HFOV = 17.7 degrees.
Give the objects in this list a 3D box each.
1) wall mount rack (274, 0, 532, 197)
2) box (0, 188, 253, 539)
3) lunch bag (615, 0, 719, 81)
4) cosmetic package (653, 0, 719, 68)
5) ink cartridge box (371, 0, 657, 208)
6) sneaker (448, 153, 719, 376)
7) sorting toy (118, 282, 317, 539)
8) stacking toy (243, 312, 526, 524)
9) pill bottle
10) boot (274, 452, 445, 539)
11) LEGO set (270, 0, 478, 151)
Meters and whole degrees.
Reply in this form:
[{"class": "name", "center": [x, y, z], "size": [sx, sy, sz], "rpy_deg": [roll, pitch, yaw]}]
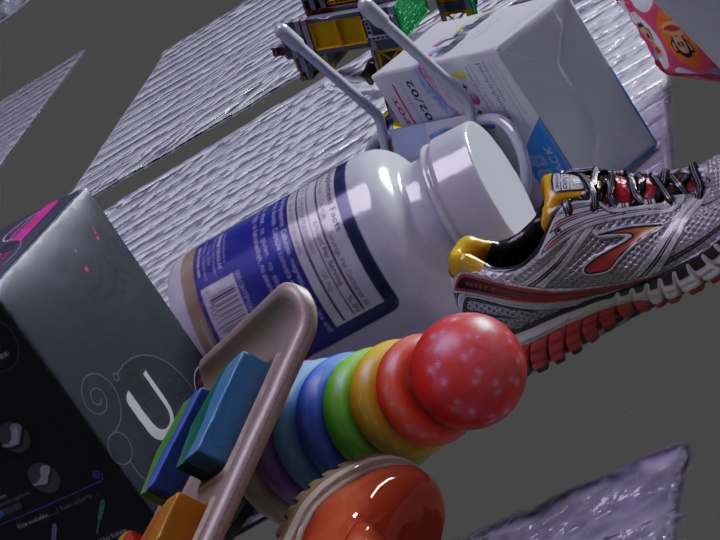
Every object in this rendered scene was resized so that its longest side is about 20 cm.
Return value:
[{"class": "wall mount rack", "center": [0.021, -0.083, 1.455], "size": [0.074, 0.174, 0.200], "rpy_deg": [-15, 5, -29]}, {"class": "box", "center": [-0.155, 0.078, 1.274], "size": [0.106, 0.200, 0.122], "rpy_deg": [-25, 18, 31]}, {"class": "lunch bag", "center": [0.270, -0.195, 1.458], "size": [0.176, 0.082, 0.200], "rpy_deg": [-36, 15, -11]}, {"class": "cosmetic package", "center": [0.276, -0.205, 1.245], "size": [0.200, 0.165, 0.165], "rpy_deg": [-48, 6, -35]}, {"class": "ink cartridge box", "center": [0.085, -0.101, 1.486], "size": [0.068, 0.115, 0.200], "rpy_deg": [-39, 16, -23]}, {"class": "sneaker", "center": [0.135, -0.021, 1.205], "size": [0.200, 0.082, 0.078], "rpy_deg": [-29, 16, 14]}, {"class": "sorting toy", "center": [-0.087, 0.114, 1.098], "size": [0.185, 0.036, 0.201], "rpy_deg": [139, 152, -67]}, {"class": "stacking toy", "center": [0.012, 0.065, 1.125], "size": [0.085, 0.085, 0.200], "rpy_deg": [-44, 7, -34]}, {"class": "pill bottle", "center": [0.000, 0.000, 1.347], "size": [0.200, 0.120, 0.120], "rpy_deg": [-28, 16, 17]}, {"class": "boot", "center": [0.004, 0.149, 1.011], "size": [0.107, 0.075, 0.200], "rpy_deg": [-2, 28, 33]}, {"class": "LEGO set", "center": [0.013, -0.167, 1.763], "size": [0.116, 0.154, 0.200], "rpy_deg": [-6, 35, 26]}]
